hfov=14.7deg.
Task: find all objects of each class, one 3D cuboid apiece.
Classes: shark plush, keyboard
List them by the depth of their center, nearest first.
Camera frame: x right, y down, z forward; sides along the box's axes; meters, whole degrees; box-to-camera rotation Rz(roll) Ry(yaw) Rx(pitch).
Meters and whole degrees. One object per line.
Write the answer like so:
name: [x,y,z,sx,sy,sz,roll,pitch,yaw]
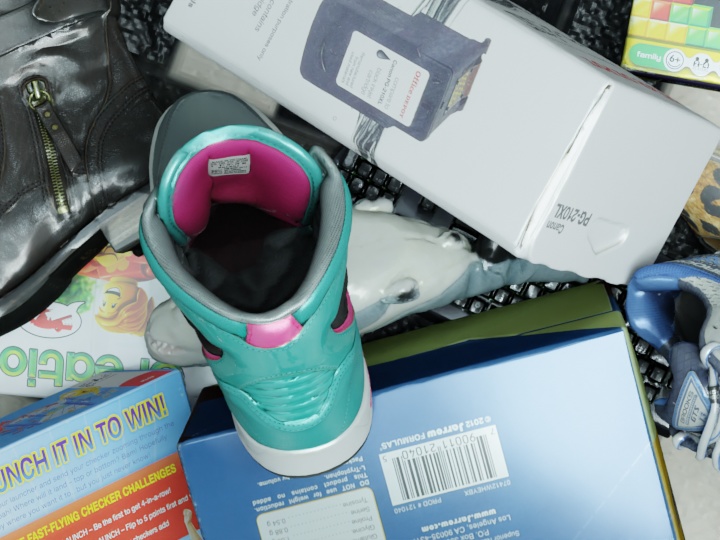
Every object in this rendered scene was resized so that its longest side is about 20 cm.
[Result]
shark plush: [0.000,0.000,1.265,0.200,0.083,0.091,-19,64,-13]
keyboard: [0.060,0.023,1.304,0.200,0.021,0.127,26,94,6]

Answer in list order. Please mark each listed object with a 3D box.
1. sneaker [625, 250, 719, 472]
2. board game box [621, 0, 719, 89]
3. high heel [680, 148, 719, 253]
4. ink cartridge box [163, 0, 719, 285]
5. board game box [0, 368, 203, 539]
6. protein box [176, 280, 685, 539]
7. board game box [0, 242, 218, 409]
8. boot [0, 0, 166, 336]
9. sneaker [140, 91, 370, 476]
sneaker: [0.166,0.063,1.151,0.085,0.200,0.077,3,124,-25]
board game box: [0.229,-0.152,1.256,0.200,0.057,0.166,10,93,6]
high heel: [0.174,0.037,1.262,0.200,0.071,0.143,35,88,-4]
ink cartridge box: [0.038,-0.081,1.203,0.200,0.145,0.084,34,100,25]
board game box: [-0.141,0.167,1.231,0.056,0.200,0.196,-4,105,47]
protein box: [0.044,0.133,1.233,0.198,0.135,0.200,-15,98,4]
board game box: [-0.146,-0.003,1.318,0.200,0.035,0.126,4,92,6]
boot: [-0.174,-0.067,1.274,0.200,0.069,0.174,-29,86,-5]
sneaker: [-0.051,-0.026,1.140,0.084,0.121,0.200,-18,51,-6]
